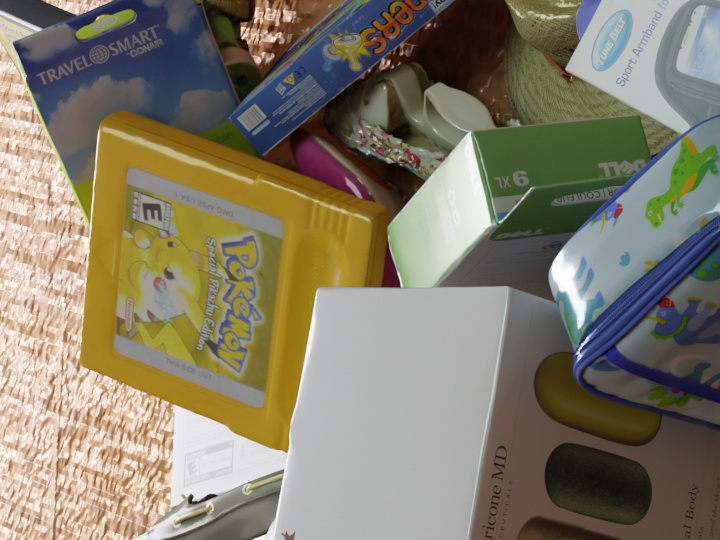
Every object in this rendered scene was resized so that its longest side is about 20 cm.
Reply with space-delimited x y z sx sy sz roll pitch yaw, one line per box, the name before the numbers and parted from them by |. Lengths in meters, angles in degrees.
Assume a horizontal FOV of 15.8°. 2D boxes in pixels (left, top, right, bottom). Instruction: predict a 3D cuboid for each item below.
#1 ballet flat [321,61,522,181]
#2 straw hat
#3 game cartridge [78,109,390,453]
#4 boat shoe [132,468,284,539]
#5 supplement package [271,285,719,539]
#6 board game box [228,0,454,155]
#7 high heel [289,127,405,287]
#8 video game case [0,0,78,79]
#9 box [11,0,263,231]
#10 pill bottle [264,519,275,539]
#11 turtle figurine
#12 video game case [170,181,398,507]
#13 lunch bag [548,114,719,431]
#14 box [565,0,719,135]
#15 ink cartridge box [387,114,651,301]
ballet flat | 0.045 -0.093 1.598 0.076 0.064 0.200 -37 40 -24
straw hat | 0.129 -0.161 1.523 0.201 0.085 0.202 -20 61 43
game cartridge | -0.081 0.013 1.595 0.200 0.032 0.177 21 118 27
boat shoe | -0.089 0.170 1.650 0.201 0.072 0.060 -19 61 38
supplement package | 0.083 0.104 1.380 0.150 0.200 0.152 -1 75 48
board game box | 0.016 -0.163 1.622 0.200 0.034 0.135 -37 10 30
high heel | 0.000 0.000 1.603 0.096 0.067 0.200 -49 66 10
video game case | -0.176 -0.103 1.769 0.025 0.181 0.200 -38 30 -15
box | -0.133 -0.088 1.648 0.122 0.200 0.048 -24 30 -4
pill bottle | -0.016 0.211 1.519 0.113 0.113 0.200 20 89 50
turtle figurine | -0.139 -0.150 1.762 0.194 0.199 0.144 -110 6 -68
video game case | -0.050 0.053 1.690 0.200 0.023 0.182 -20 61 44
lunch bag | 0.203 0.014 1.282 0.161 0.200 0.083 -42 45 33
box | 0.203 -0.125 1.410 0.200 0.041 0.119 32 101 27
ink cartridge box | 0.097 -0.038 1.432 0.200 0.104 0.059 130 130 -63
